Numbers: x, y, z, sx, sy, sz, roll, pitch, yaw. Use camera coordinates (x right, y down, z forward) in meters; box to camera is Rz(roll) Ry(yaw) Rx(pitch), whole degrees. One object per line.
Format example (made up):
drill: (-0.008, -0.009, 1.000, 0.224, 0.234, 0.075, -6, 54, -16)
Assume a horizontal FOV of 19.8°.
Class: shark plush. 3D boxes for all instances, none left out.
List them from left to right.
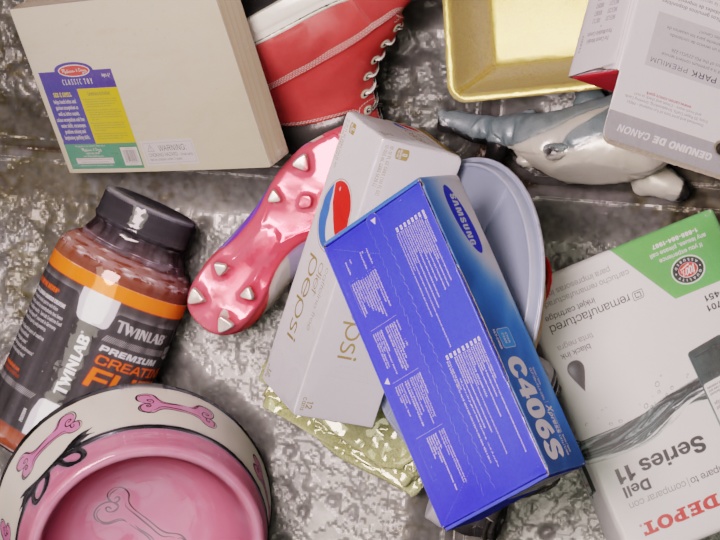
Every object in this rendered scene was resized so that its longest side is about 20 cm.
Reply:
shark plush: (0.156, -0.099, 1.437, 0.199, 0.091, 0.084, -5, 62, 30)

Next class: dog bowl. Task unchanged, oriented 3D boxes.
dog bowl: (-0.154, 0.184, 1.444, 0.199, 0.074, 0.201, -5, 110, -13)

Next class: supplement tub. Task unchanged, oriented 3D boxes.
supplement tub: (-0.190, 0.043, 1.492, 0.107, 0.107, 0.200, 25, 96, 15)

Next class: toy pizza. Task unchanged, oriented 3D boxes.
toy pizza: (0.069, 0.025, 1.370, 0.200, 0.032, 0.201, -27, 58, 54)

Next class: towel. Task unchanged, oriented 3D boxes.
towel: (0.027, 0.044, 1.468, 0.148, 0.036, 0.200, 32, 98, 15)

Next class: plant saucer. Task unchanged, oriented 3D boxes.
plant saucer: (0.156, -0.221, 1.430, 0.199, 0.048, 0.201, -4, 87, 16)

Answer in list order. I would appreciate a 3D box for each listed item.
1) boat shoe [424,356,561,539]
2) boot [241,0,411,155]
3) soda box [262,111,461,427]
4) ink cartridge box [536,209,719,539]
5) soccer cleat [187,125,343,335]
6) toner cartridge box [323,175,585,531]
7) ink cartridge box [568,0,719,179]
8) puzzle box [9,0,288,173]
boat shoe: (0.103, 0.127, 1.384, 0.066, 0.070, 0.200, 26, 140, -1)
boot: (0.013, -0.161, 1.442, 0.200, 0.073, 0.144, -26, 121, 15)
soda box: (0.000, 0.000, 1.397, 0.063, 0.068, 0.201, 11, 105, -26)
ink cartridge box: (0.204, 0.081, 1.376, 0.146, 0.083, 0.201, -23, 83, -2)
soccer cleat: (-0.046, -0.032, 1.468, 0.067, 0.076, 0.200, 44, 100, 2)
toner cartridge box: (0.056, 0.050, 1.286, 0.095, 0.043, 0.200, -33, 74, 37)
ink cartridge box: (0.246, -0.139, 1.331, 0.199, 0.084, 0.176, 17, 87, -16)
puzzle box: (-0.150, -0.135, 1.450, 0.200, 0.025, 0.133, 1, 119, 38)
